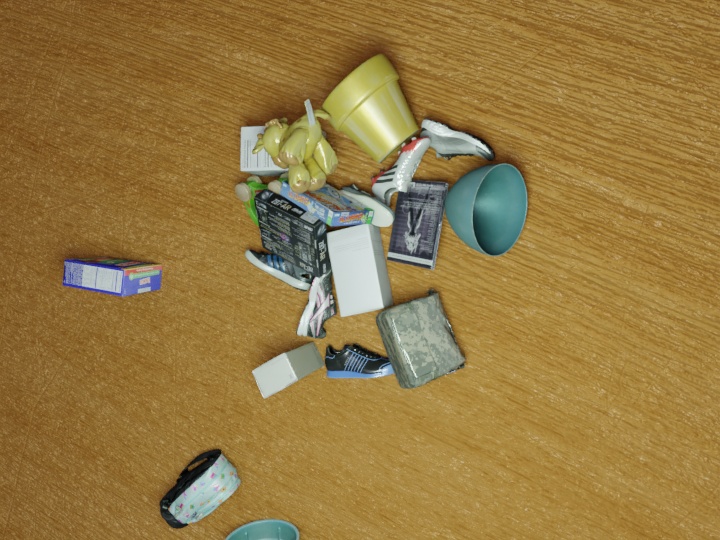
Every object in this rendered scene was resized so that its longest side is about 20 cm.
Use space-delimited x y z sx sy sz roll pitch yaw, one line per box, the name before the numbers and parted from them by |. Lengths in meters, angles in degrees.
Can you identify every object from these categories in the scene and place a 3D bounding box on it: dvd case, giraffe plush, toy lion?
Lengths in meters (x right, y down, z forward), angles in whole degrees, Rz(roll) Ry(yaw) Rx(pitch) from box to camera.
dvd case | 0.137 -0.115 1.451 0.146 0.016 0.206 12 94 45
giraffe plush | -0.165 -0.290 1.393 0.159 0.171 0.206 8 110 36
toy lion | -0.212 -0.146 1.536 0.196 0.069 0.196 3 121 37

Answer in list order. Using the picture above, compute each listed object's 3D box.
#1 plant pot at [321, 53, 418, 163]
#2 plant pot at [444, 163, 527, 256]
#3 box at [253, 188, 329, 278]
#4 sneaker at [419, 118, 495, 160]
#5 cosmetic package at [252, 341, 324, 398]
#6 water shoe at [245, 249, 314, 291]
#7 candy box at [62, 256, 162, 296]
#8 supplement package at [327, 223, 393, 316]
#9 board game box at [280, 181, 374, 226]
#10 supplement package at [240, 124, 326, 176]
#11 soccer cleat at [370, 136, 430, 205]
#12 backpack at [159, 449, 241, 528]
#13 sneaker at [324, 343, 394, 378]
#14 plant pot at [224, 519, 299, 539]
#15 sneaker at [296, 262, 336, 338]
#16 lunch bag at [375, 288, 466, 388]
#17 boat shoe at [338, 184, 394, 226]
plant pot | 0.036 -0.372 1.430 0.199 0.201 0.190 -38 94 12
plant pot | 0.270 -0.145 1.373 0.133 0.197 0.206 16 95 48
box | -0.167 -0.090 1.457 0.197 0.043 0.163 26 140 28
sneaker | 0.230 -0.298 1.435 0.196 0.074 0.081 25 106 21
cosmetic package | -0.173 0.241 1.477 0.102 0.200 0.075 -29 83 13
water shoe | -0.205 -0.020 1.561 0.196 0.071 0.080 28 88 8
candy box | -0.675 0.013 1.637 0.194 0.169 0.080 9 96 15
supplement package | 0.000 0.000 1.472 0.114 0.117 0.206 -12 86 15
board game box | -0.080 -0.161 1.415 0.198 0.133 0.035 33 118 37
supplement package | -0.196 -0.304 1.528 0.194 0.114 0.113 2 91 15
soccer cleat | 0.105 -0.239 1.448 0.199 0.068 0.087 -40 68 30
backpack | -0.415 0.574 1.583 0.199 0.167 0.127 -39 100 9
sneaker | 0.001 0.223 1.496 0.194 0.070 0.081 -5 94 16
plant pot | -0.243 0.777 1.512 0.194 0.200 0.203 -3 97 15
sneaker | -0.094 0.079 1.531 0.084 0.080 0.205 19 98 -4
lunch bag | 0.147 0.164 1.419 0.164 0.139 0.205 -20 83 -16
boat shoe | 0.021 -0.166 1.457 0.198 0.061 0.074 27 142 44
